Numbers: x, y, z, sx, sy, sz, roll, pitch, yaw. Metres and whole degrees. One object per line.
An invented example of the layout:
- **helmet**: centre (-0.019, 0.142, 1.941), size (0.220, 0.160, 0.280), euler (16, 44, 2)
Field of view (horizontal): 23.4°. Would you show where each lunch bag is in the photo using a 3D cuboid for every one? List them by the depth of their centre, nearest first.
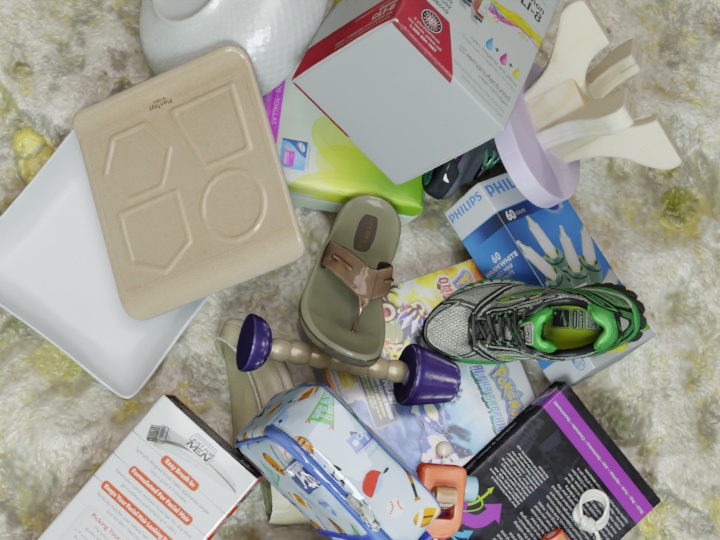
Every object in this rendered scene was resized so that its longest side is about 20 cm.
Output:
- **lunch bag**: centre (-0.018, 0.170, 1.424), size (0.076, 0.200, 0.160), euler (-44, 97, -14)

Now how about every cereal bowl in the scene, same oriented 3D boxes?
- **cereal bowl**: centre (-0.130, -0.251, 1.598), size (0.083, 0.200, 0.201), euler (27, 62, -48)

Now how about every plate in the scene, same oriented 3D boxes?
- **plate**: centre (-0.231, -0.012, 1.594), size (0.199, 0.032, 0.200), euler (35, 71, 3)

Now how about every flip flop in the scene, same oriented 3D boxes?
- **flip flop**: centre (0.000, 0.000, 1.526), size (0.081, 0.058, 0.200), euler (23, 47, -7)

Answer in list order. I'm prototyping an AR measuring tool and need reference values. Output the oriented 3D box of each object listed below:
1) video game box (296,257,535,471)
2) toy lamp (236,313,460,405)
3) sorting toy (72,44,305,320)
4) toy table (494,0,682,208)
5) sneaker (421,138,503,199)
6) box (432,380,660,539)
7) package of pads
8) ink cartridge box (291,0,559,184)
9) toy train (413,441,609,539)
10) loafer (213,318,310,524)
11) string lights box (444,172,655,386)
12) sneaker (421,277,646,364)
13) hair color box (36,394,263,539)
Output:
- **video game box**: centre (0.060, 0.108, 1.598), size (0.182, 0.047, 0.201), euler (-17, 77, -17)
- **toy lamp**: centre (-0.008, 0.081, 1.529), size (0.199, 0.058, 0.058), euler (13, 71, -18)
- **sorting toy**: centre (-0.152, -0.077, 1.551), size (0.185, 0.036, 0.201), euler (-21, 81, 20)
- **toy table**: centre (0.202, -0.148, 1.604), size (0.184, 0.117, 0.200), euler (49, 27, -27)
- **sneaker**: centre (0.123, -0.120, 1.631), size (0.087, 0.074, 0.200), euler (33, 41, -6)
- **box**: centre (0.151, 0.217, 1.555), size (0.200, 0.036, 0.143), euler (-41, 99, -13)
- **package of pads**: centre (-0.032, -0.137, 1.646), size (0.199, 0.068, 0.155), euler (11, 71, -9)
- **ink cartridge box**: centre (0.063, -0.211, 1.553), size (0.145, 0.144, 0.200), euler (42, 48, -21)
- **toy train**: centre (0.126, 0.234, 1.502), size (0.199, 0.056, 0.151), euler (11, 88, -14)
- **loafer**: centre (-0.087, 0.137, 1.548), size (0.068, 0.076, 0.200), euler (-23, 78, -21)
- **string lights box**: centre (0.176, 0.004, 1.622), size (0.103, 0.059, 0.200), euler (-22, 77, -44)
- **sneaker**: centre (0.144, 0.044, 1.531), size (0.199, 0.085, 0.078), euler (-7, 91, 26)
- **hair color box**: centre (-0.189, 0.216, 1.487), size (0.111, 0.064, 0.200), euler (41, 89, 5)
